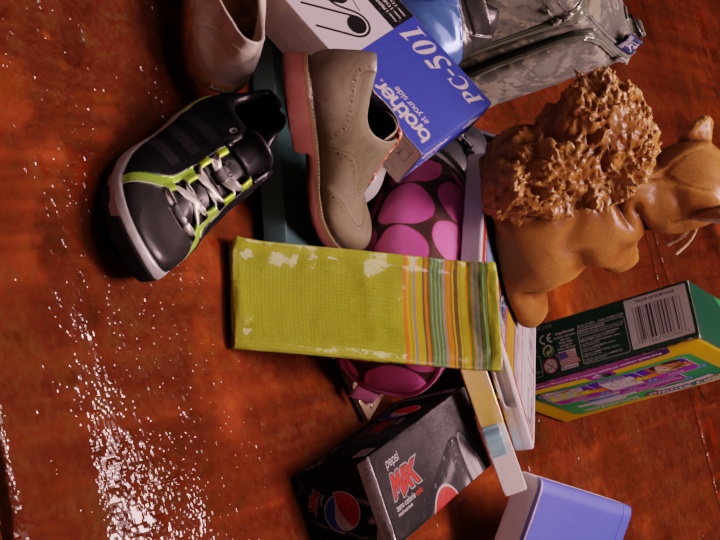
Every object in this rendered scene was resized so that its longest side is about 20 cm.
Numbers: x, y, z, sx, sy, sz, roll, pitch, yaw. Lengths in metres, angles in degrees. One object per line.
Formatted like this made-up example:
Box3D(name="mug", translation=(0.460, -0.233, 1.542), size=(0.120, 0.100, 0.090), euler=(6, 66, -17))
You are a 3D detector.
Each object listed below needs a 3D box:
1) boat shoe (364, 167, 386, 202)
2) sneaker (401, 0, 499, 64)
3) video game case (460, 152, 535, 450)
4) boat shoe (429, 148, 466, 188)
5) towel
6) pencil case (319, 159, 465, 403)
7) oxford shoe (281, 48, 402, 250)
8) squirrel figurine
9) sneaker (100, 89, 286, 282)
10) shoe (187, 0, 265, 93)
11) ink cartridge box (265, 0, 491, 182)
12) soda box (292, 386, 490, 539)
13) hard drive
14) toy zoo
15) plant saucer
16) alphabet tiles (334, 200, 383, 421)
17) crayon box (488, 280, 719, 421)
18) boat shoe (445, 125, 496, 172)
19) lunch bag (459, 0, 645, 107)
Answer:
Box3D(name="boat shoe", translation=(-0.003, -0.134, 1.390), size=(0.064, 0.070, 0.201), euler=(36, 41, -52))
Box3D(name="sneaker", translation=(0.039, -0.259, 1.461), size=(0.201, 0.111, 0.077), euler=(60, -13, 11))
Box3D(name="video game case", translation=(0.113, 0.026, 1.418), size=(0.143, 0.017, 0.201), euler=(-83, 159, -47))
Box3D(name="boat shoe", translation=(0.073, -0.044, 1.481), size=(0.202, 0.071, 0.061), euler=(63, 20, -45))
Box3D(name="towel", translation=(0.006, 0.023, 1.228), size=(0.199, 0.018, 0.087), euler=(6, 60, -19))
Box3D(name="pencil case", translation=(0.031, 0.006, 1.343), size=(0.090, 0.094, 0.201), euler=(19, 42, -3))
Box3D(name="oxford shoe", translation=(-0.005, -0.077, 1.249), size=(0.200, 0.074, 0.071), euler=(76, 8, -54))
Box3D(name="squirrel figurine", translation=(0.193, -0.065, 1.367), size=(0.200, 0.185, 0.142), euler=(58, 27, -59))
Box3D(name="sneaker", translation=(-0.101, -0.069, 1.135), size=(0.072, 0.082, 0.200), euler=(60, 28, -24))
Box3D(name="shoe", translation=(-0.093, -0.219, 1.240), size=(0.070, 0.053, 0.201), euler=(6, 58, -23))
Box3D(name="ink cartridge box", translation=(-0.001, -0.170, 1.324), size=(0.200, 0.044, 0.094), euler=(49, 50, 4))
Box3D(name="soda box", translation=(0.027, 0.146, 1.285), size=(0.200, 0.063, 0.071), euler=(-26, 98, -64))
Box3D(name="hard drive", translation=(0.161, 0.245, 1.468), size=(0.200, 0.025, 0.133), euler=(25, 84, -58))
Box3D(name="toy zoo", translation=(0.095, 0.094, 1.405), size=(0.200, 0.020, 0.132), euler=(-102, 173, -73))
Box3D(name="plant saucer", translation=(-0.052, -0.087, 1.313), size=(0.070, 0.019, 0.201), euler=(33, 45, -50))
Box3D(name="alphabet tiles", translation=(0.000, 0.000, 1.387), size=(0.168, 0.008, 0.200), euler=(65, 26, -16))
Box3D(name="crayon box", translation=(0.237, 0.077, 1.594), size=(0.172, 0.199, 0.059), euler=(21, 55, -59))
Box3D(name="boat shoe", translation=(0.081, -0.099, 1.550), size=(0.200, 0.062, 0.075), euler=(4, 73, -62))
Box3D(name="lunch bag", translation=(0.135, -0.230, 1.580), size=(0.168, 0.199, 0.140), euler=(46, 36, -41))
